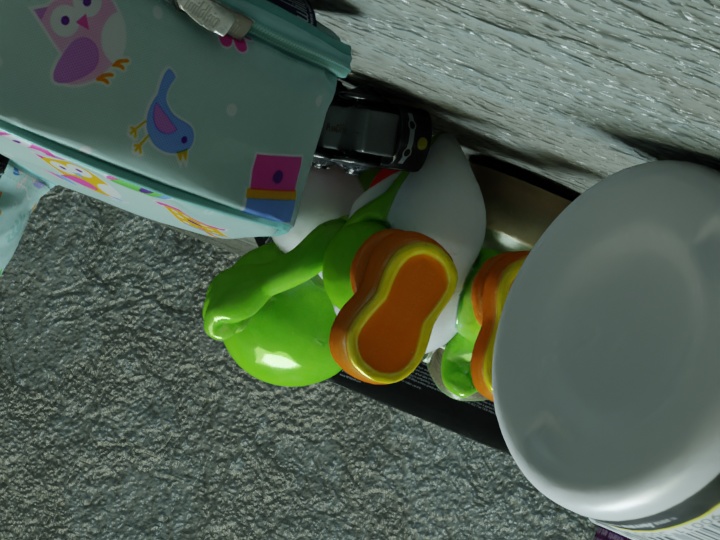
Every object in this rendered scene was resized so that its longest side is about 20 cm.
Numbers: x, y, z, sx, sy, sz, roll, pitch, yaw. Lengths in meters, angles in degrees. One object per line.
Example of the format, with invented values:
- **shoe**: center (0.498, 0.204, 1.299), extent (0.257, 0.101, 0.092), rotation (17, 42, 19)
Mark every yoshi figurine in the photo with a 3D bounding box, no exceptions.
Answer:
- **yoshi figurine**: center (0.000, 0.015, 1.060), extent (0.113, 0.112, 0.200), rotation (63, 168, -20)

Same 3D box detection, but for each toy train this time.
- **toy train**: center (-0.025, -0.058, 1.053), extent (0.046, 0.034, 0.200), rotation (9, -177, -26)

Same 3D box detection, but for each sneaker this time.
- **sneaker**: center (0.061, 0.014, 1.155), extent (0.067, 0.090, 0.200), rotation (22, 177, 7)

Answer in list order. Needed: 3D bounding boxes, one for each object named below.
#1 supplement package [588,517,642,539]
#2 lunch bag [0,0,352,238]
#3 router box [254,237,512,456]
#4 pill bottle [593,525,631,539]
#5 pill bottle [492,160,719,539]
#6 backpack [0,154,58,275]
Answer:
- **supplement package**: center (0.213, 0.086, 1.069), extent (0.200, 0.118, 0.117), rotation (22, 178, -22)
- **lunch bag**: center (-0.108, -0.077, 0.831), extent (0.160, 0.077, 0.200), rotation (25, 176, -38)
- **router box**: center (0.049, 0.025, 1.333), extent (0.200, 0.051, 0.149), rotation (24, -158, -32)
- **pill bottle**: center (0.179, 0.132, 1.383), extent (0.112, 0.201, 0.112), rotation (22, 177, 1)
- **pill bottle**: center (0.148, 0.049, 0.883), extent (0.200, 0.115, 0.114), rotation (24, 177, -39)
- **backpack**: center (-0.205, -0.065, 1.037), extent (0.177, 0.151, 0.200), rotation (28, 172, 21)
